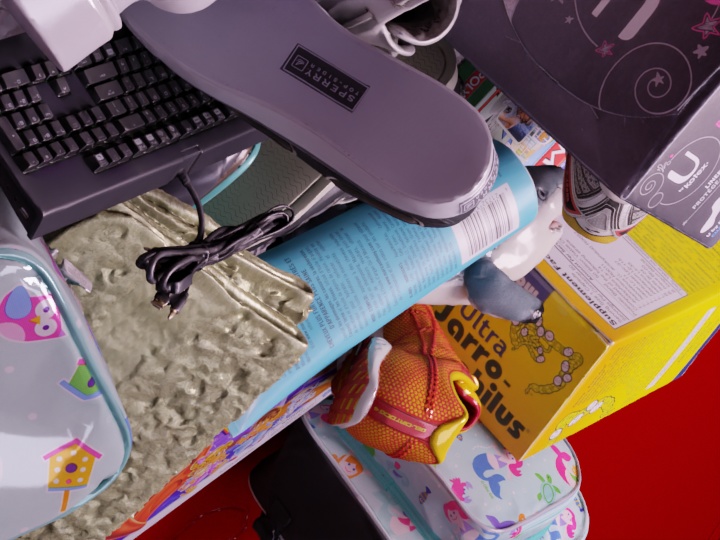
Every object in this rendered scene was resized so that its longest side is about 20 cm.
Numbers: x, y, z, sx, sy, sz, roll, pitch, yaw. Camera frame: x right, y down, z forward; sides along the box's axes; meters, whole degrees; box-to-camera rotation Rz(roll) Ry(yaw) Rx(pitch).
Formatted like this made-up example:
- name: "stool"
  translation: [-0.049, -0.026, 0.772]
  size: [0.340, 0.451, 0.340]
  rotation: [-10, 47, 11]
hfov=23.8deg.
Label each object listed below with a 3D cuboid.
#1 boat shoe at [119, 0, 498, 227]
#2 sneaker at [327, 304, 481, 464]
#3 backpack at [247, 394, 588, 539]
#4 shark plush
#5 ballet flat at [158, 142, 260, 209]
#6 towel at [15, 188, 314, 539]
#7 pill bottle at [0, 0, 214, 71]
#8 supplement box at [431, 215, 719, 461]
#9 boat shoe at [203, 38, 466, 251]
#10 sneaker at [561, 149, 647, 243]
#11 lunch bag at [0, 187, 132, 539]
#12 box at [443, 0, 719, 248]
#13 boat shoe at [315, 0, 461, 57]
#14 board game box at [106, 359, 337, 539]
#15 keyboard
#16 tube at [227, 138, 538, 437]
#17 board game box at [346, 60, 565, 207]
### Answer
- name: "boat shoe"
  translation: [-0.030, -0.083, 0.717]
  size: [0.069, 0.200, 0.057]
  rotation: [-50, 170, -13]
- name: "sneaker"
  translation: [0.027, 0.063, 0.940]
  size: [0.073, 0.077, 0.200]
  rotation: [-61, -177, 15]
- name: "backpack"
  translation: [0.052, 0.141, 1.095]
  size: [0.200, 0.178, 0.151]
  rotation: [-2, 137, -52]
- name: "shark plush"
  translation: [0.017, -0.028, 0.937]
  size: [0.199, 0.091, 0.084]
  rotation: [8, 98, -9]
- name: "ballet flat"
  translation: [-0.134, -0.019, 0.800]
  size: [0.200, 0.073, 0.073]
  rotation: [-44, 150, 15]
- name: "towel"
  translation: [-0.130, 0.049, 0.781]
  size: [0.148, 0.037, 0.200]
  rotation: [36, 105, -31]
- name: "pill bottle"
  translation: [-0.060, -0.169, 0.645]
  size: [0.200, 0.111, 0.111]
  rotation: [-39, 149, -6]
- name: "supplement box"
  translation: [0.146, 0.022, 1.083]
  size: [0.200, 0.109, 0.110]
  rotation: [-18, 148, -49]
- name: "boat shoe"
  translation: [-0.035, -0.046, 0.856]
  size: [0.200, 0.072, 0.068]
  rotation: [-31, 153, -6]
- name: "sneaker"
  translation: [0.149, -0.090, 0.963]
  size: [0.082, 0.078, 0.200]
  rotation: [-60, 180, 38]
- name: "lunch bag"
  translation: [-0.198, 0.049, 0.679]
  size: [0.200, 0.077, 0.161]
  rotation: [-25, 130, -7]
- name: "box"
  translation: [0.122, -0.129, 0.814]
  size: [0.132, 0.200, 0.115]
  rotation: [-51, 149, 13]
- name: "boat shoe"
  translation: [0.015, -0.127, 0.740]
  size: [0.072, 0.066, 0.200]
  rotation: [-41, -174, -24]
- name: "board game box"
  translation: [-0.105, 0.090, 0.943]
  size: [0.200, 0.045, 0.135]
  rotation: [-36, 166, -11]
- name: "keyboard"
  translation: [-0.078, -0.054, 0.711]
  size: [0.021, 0.127, 0.200]
  rotation: [-29, -179, 34]
- name: "tube"
  translation: [0.000, 0.000, 0.863]
  size: [0.200, 0.078, 0.050]
  rotation: [-31, -176, -22]
- name: "board game box"
  translation: [0.057, -0.050, 1.007]
  size: [0.200, 0.029, 0.135]
  rotation: [-47, 148, 6]
